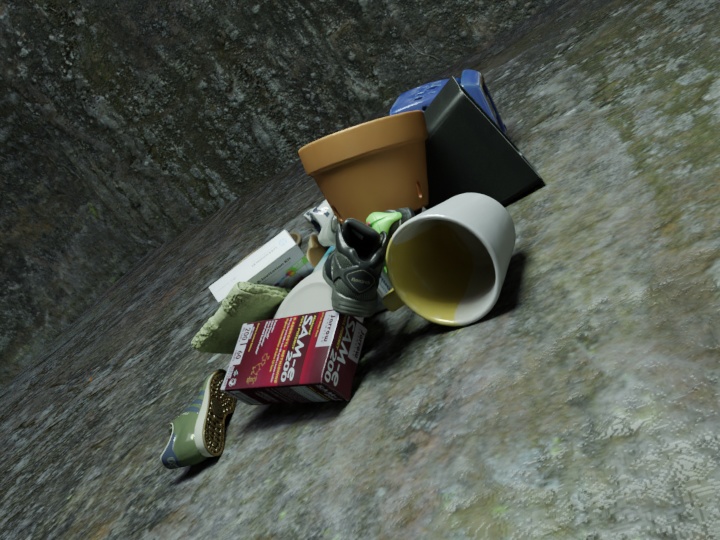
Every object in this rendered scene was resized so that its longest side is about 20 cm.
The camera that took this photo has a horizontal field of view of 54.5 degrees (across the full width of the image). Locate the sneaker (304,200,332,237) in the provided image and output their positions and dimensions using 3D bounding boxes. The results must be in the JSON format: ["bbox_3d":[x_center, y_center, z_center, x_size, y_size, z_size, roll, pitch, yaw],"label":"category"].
[{"bbox_3d":[-0.034,-0.116,1.345,0.129,0.080,0.199,-32,-3,-7],"label":"sneaker"}]

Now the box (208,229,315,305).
[{"bbox_3d":[-0.146,0.034,1.194,0.156,0.200,0.041,-37,59,-4],"label":"box"}]

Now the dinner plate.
[{"bbox_3d":[-0.076,0.080,1.035,0.200,0.024,0.201,-24,49,31],"label":"dinner plate"}]

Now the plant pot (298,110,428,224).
[{"bbox_3d":[0.021,-0.147,1.072,0.200,0.140,0.200,-18,6,2],"label":"plant pot"}]

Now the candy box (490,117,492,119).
[{"bbox_3d":[0.156,-0.215,1.306,0.200,0.102,0.026,-12,14,-5],"label":"candy box"}]

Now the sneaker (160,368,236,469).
[{"bbox_3d":[-0.247,0.222,1.048,0.090,0.067,0.200,-27,21,8],"label":"sneaker"}]

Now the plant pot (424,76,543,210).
[{"bbox_3d":[0.166,-0.190,1.205,0.177,0.200,0.200,-41,15,16],"label":"plant pot"}]

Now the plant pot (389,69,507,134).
[{"bbox_3d":[0.189,-0.288,1.412,0.180,0.200,0.200,-22,19,19],"label":"plant pot"}]

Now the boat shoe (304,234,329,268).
[{"bbox_3d":[-0.081,-0.012,1.404,0.200,0.071,0.065,-95,26,-71],"label":"boat shoe"}]

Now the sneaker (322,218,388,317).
[{"bbox_3d":[-0.006,-0.019,0.944,0.199,0.076,0.114,-105,28,-76],"label":"sneaker"}]

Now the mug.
[{"bbox_3d":[0.116,-0.029,0.919,0.186,0.150,0.153,-1,25,30],"label":"mug"}]

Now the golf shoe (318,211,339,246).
[{"bbox_3d":[-0.005,-0.113,1.209,0.200,0.078,0.097,-44,13,-35],"label":"golf shoe"}]

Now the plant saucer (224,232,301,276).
[{"bbox_3d":[-0.196,-0.006,1.385,0.200,0.029,0.200,-29,20,12],"label":"plant saucer"}]

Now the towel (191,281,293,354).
[{"bbox_3d":[-0.174,0.080,1.142,0.148,0.036,0.200,-49,-25,16],"label":"towel"}]

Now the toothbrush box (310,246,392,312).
[{"bbox_3d":[0.000,0.000,1.162,0.146,0.085,0.200,-25,21,32],"label":"toothbrush box"}]

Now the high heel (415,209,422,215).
[{"bbox_3d":[0.035,-0.072,1.320,0.143,0.071,0.200,-43,10,-25],"label":"high heel"}]

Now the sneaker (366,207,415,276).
[{"bbox_3d":[0.069,-0.032,1.031,0.084,0.077,0.200,-20,-21,6],"label":"sneaker"}]

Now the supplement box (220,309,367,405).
[{"bbox_3d":[-0.093,0.121,0.953,0.200,0.061,0.109,-12,52,39],"label":"supplement box"}]
